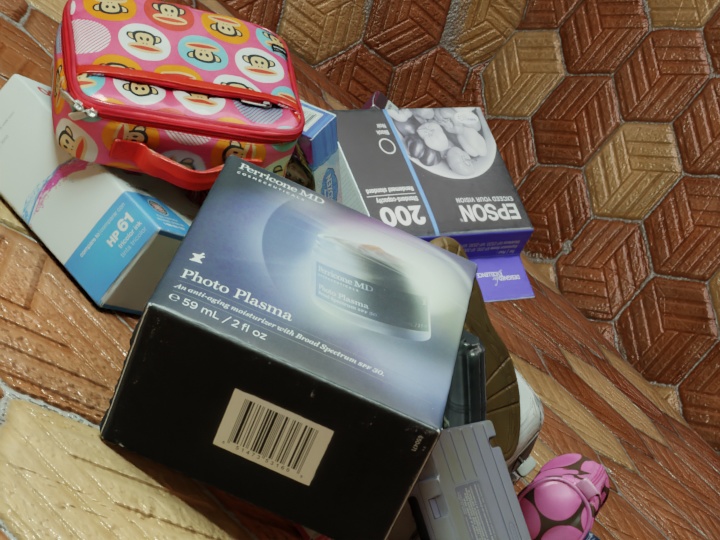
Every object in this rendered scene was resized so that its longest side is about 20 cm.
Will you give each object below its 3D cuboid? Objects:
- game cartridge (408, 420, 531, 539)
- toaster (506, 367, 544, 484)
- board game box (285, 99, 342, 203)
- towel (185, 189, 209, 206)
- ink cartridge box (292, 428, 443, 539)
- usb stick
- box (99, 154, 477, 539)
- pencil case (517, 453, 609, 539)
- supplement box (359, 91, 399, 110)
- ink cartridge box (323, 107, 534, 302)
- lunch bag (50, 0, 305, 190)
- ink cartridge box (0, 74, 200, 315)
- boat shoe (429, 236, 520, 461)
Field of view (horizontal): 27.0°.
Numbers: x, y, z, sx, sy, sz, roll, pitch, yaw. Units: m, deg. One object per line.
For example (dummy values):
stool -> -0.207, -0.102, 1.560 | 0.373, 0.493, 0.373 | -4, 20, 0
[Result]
game cartridge -> 0.091, 0.213, 1.092 | 0.129, 0.038, 0.202 | -1, 70, -58
toaster -> 0.084, 0.119, 1.399 | 0.200, 0.113, 0.129 | 47, -17, 9
board game box -> -0.104, -0.084, 1.370 | 0.198, 0.043, 0.201 | 24, -39, 28
towel -> -0.111, -0.032, 1.320 | 0.200, 0.022, 0.145 | 50, -9, -1
ink cartridge box -> 0.002, 0.147, 1.165 | 0.147, 0.083, 0.199 | 47, 12, 35
usb stick -> 0.087, 0.146, 1.262 | 0.032, 0.203, 0.055 | -11, 21, -22
box -> -0.041, 0.049, 1.004 | 0.198, 0.124, 0.199 | 23, 33, -3
pencil case -> 0.213, 0.238, 1.544 | 0.091, 0.094, 0.200 | 42, 9, 8
supplement box -> 0.056, -0.074, 1.536 | 0.199, 0.111, 0.086 | 39, 14, -7
ink cartridge box -> 0.067, -0.062, 1.414 | 0.196, 0.043, 0.202 | -5, 64, -37
lunch bag -> -0.147, -0.134, 1.193 | 0.197, 0.082, 0.177 | 7, 43, -21
ink cartridge box -> -0.213, -0.058, 1.236 | 0.200, 0.085, 0.144 | 44, 10, 22
boat shoe -> 0.080, 0.074, 1.315 | 0.072, 0.071, 0.202 | -25, 95, -52
